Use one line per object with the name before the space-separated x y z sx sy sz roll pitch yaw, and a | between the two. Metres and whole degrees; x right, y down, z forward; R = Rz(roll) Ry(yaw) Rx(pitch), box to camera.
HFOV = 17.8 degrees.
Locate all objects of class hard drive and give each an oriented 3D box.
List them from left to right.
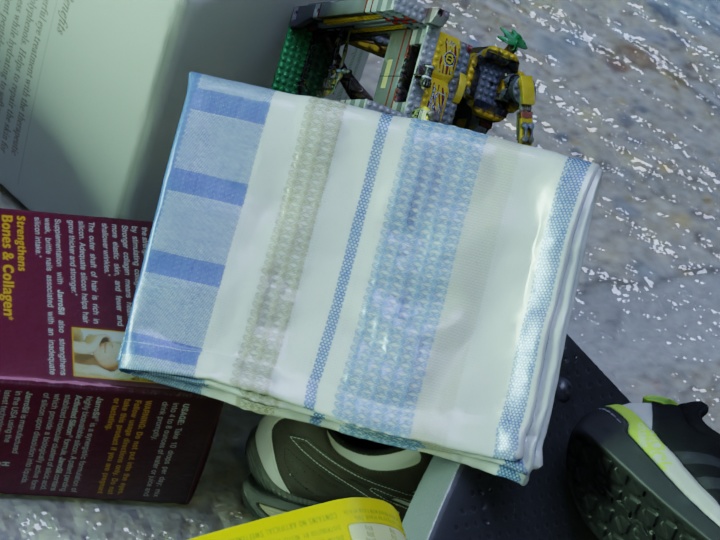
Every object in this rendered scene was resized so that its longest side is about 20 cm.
hard drive | 0.075 0.134 1.050 0.135 0.042 0.201 45 53 -25

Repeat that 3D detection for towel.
towel | 0.000 0.000 1.021 0.198 0.024 0.148 14 82 8

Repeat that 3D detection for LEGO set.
LEGO set | 0.025 -0.042 1.105 0.153 0.116 0.201 29 78 -29

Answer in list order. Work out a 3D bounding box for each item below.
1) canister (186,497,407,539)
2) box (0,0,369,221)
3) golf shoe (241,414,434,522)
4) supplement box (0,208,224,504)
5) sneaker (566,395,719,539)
canister | -0.023 0.201 0.892 0.147 0.087 0.201 -14 57 -6
box | -0.104 -0.149 1.202 0.171 0.200 0.200 41 46 19
golf shoe | 0.045 0.092 1.104 0.198 0.095 0.078 5 44 -18
supplement box | -0.171 0.037 1.077 0.198 0.086 0.111 5 47 -16
sneaker | 0.167 0.114 0.990 0.082 0.072 0.200 -14 42 -23
